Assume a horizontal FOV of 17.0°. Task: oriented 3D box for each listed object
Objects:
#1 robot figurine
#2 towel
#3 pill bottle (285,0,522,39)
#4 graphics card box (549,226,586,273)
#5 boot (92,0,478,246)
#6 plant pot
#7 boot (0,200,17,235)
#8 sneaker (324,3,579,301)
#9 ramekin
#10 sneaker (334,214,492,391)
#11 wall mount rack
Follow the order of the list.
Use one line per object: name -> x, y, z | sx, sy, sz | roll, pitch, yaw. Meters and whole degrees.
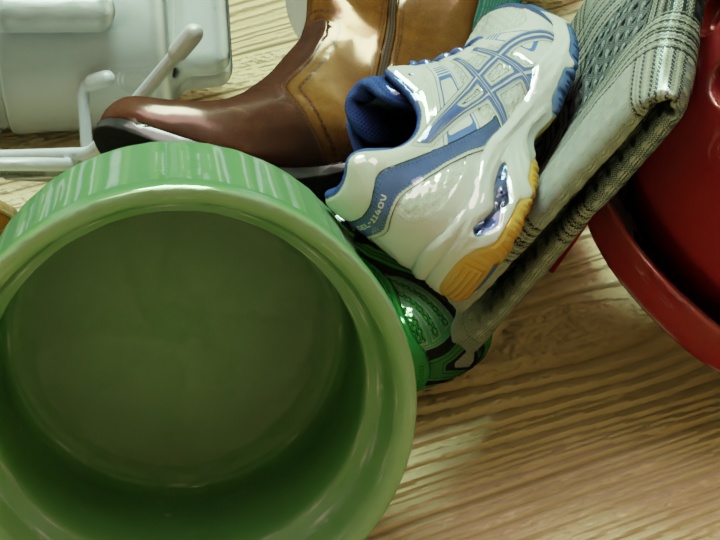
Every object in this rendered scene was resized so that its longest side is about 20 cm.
robot figurine -> -0.177, -0.139, 1.432 | 0.199, 0.113, 0.170 | -4, -10, 0
towel -> 0.101, -0.080, 1.132 | 0.034, 0.200, 0.193 | 27, 44, -11
pill bottle -> 0.041, -0.196, 1.511 | 0.111, 0.111, 0.200 | 19, 36, 33
graphics card box -> 0.046, -0.085, 1.326 | 0.125, 0.051, 0.200 | 23, 24, -23
boot -> -0.027, -0.122, 1.185 | 0.188, 0.069, 0.201 | 8, 67, -5
plant pot -> 0.217, -0.049, 1.126 | 0.200, 0.183, 0.201 | 29, 30, -18
boot -> -0.247, 0.033, 1.061 | 0.201, 0.145, 0.071 | 1, -12, -24
sneaker -> 0.041, -0.076, 1.100 | 0.088, 0.075, 0.200 | 31, 36, -9
ramekin -> -0.079, 0.042, 1.038 | 0.199, 0.201, 0.098 | -5, 22, -3
sneaker -> 0.000, 0.000, 1.230 | 0.085, 0.078, 0.200 | -9, 39, -24
wall mount rack -> -0.119, -0.085, 1.290 | 0.173, 0.075, 0.200 | -1, 1, 33
